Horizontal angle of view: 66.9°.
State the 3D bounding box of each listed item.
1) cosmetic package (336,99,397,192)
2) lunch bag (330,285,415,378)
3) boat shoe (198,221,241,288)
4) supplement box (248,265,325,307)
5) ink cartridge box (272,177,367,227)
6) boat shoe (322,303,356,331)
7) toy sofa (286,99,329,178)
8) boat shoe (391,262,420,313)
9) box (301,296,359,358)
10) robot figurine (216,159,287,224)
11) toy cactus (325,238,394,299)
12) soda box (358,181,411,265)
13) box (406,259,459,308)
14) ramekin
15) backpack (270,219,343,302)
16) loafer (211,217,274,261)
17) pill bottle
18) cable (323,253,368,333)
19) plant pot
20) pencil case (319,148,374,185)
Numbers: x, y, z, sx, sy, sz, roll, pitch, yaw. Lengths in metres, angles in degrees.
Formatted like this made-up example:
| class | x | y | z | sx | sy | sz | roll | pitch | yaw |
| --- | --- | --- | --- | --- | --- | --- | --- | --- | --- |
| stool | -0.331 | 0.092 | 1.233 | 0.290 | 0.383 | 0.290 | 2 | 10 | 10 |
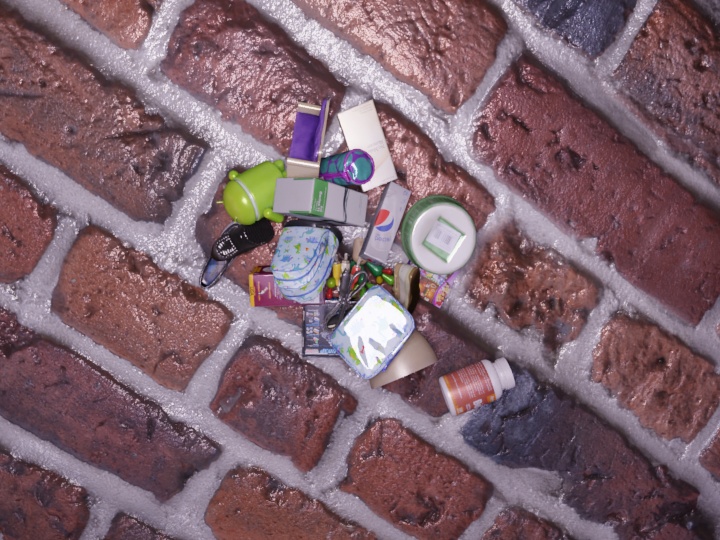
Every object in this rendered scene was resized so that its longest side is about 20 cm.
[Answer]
| class | x | y | z | sx | sy | sz | roll | pitch | yaw |
| --- | --- | --- | --- | --- | --- | --- | --- | --- | --- |
| cosmetic package | 0.017 | -0.318 | 1.397 | 0.100 | 0.073 | 0.206 | -21 | 101 | 1 |
| lunch bag | 0.033 | 0.157 | 1.356 | 0.160 | 0.082 | 0.201 | 41 | 89 | 11 |
| boat shoe | -0.366 | -0.038 | 1.431 | 0.069 | 0.066 | 0.202 | 36 | 97 | -10 |
| supplement box | -0.189 | 0.038 | 1.436 | 0.192 | 0.111 | 0.089 | -2 | 103 | -4 |
| ink cartridge box | -0.095 | -0.164 | 1.332 | 0.197 | 0.143 | 0.086 | 9 | 89 | -48 |
| boat shoe | -0.007 | 0.123 | 1.445 | 0.194 | 0.074 | 0.065 | -13 | 70 | 6 |
| toy sofa | -0.127 | -0.323 | 1.321 | 0.080 | 0.099 | 0.206 | 8 | 57 | -5 |
| boat shoe | 0.116 | 0.053 | 1.440 | 0.065 | 0.074 | 0.204 | 27 | 142 | 23 |
| box | -0.064 | 0.157 | 1.501 | 0.192 | 0.046 | 0.165 | 2 | 101 | -4 |
| robot figurine | -0.257 | -0.194 | 1.358 | 0.198 | 0.117 | 0.175 | -36 | 67 | -26 |
| toy cactus | 0.000 | 0.000 | 1.451 | 0.192 | 0.102 | 0.172 | -4 | 87 | -4 |
| soda box | 0.063 | -0.120 | 1.409 | 0.062 | 0.068 | 0.206 | 23 | 81 | -11 |
| box | 0.204 | -0.020 | 1.485 | 0.134 | 0.039 | 0.205 | 26 | 99 | -8 |
| ramekin | 0.204 | -0.087 | 1.401 | 0.192 | 0.098 | 0.208 | 0 | 101 | -2 |
| backpack | -0.141 | -0.025 | 1.324 | 0.157 | 0.154 | 0.207 | 7 | 69 | 16 |
| loafer | -0.306 | -0.080 | 1.392 | 0.070 | 0.198 | 0.075 | -19 | 96 | 45 |
| pill bottle | 0.326 | 0.320 | 1.525 | 0.194 | 0.112 | 0.115 | -21 | 102 | 2 |
| cable | -0.040 | 0.062 | 1.398 | 0.094 | 0.050 | 0.207 | 10 | 104 | -14 |
| plant pot | 0.096 | 0.216 | 1.465 | 0.195 | 0.200 | 0.138 | -23 | 79 | 1 |
| pencil case | -0.047 | -0.245 | 1.339 | 0.091 | 0.198 | 0.087 | -34 | 108 | -23 |
